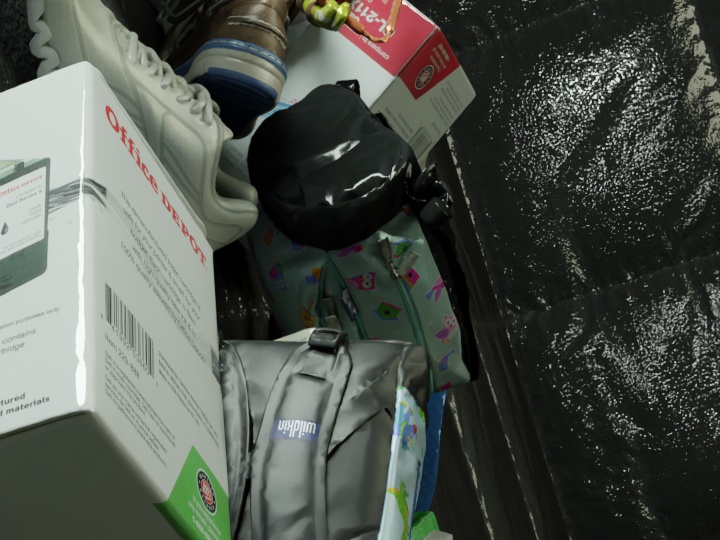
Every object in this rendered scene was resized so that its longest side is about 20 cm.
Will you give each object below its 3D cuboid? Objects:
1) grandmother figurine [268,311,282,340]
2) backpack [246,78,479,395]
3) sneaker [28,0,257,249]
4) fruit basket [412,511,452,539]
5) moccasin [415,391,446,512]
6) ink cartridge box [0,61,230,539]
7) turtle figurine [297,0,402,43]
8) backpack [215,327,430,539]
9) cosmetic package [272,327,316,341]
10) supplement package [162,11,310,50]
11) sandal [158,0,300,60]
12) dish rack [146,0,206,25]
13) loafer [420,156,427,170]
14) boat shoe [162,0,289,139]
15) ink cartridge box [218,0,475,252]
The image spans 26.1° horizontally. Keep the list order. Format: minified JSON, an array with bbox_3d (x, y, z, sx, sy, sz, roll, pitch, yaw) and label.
[{"bbox_3d":[-0.041,0.078,1.149,0.122,0.060,0.200,55,15,-3],"label":"grandmother figurine"},{"bbox_3d":[0.000,0.000,1.003,0.167,0.125,0.201,-118,-172,-56],"label":"backpack"},{"bbox_3d":[-0.123,-0.093,0.883,0.075,0.080,0.201,-89,158,-56],"label":"sneaker"},{"bbox_3d":[0.026,0.270,1.055,0.185,0.093,0.202,-12,92,-74],"label":"fruit basket"},{"bbox_3d":[0.025,0.137,1.198,0.068,0.080,0.202,-13,-126,68],"label":"moccasin"},{"bbox_3d":[-0.123,0.032,0.689,0.146,0.083,0.201,61,15,-46],"label":"ink cartridge box"},{"bbox_3d":[-0.065,-0.217,1.041,0.160,0.065,0.201,7,46,-29],"label":"turtle figurine"},{"bbox_3d":[-0.044,0.146,0.752,0.201,0.161,0.155,-87,173,-46],"label":"backpack"},{"bbox_3d":[-0.042,0.147,0.886,0.071,0.104,0.202,51,21,-59],"label":"cosmetic package"},{"bbox_3d":[-0.102,-0.252,1.204,0.109,0.113,0.202,26,47,-74],"label":"supplement package"},{"bbox_3d":[-0.075,-0.185,1.096,0.081,0.201,0.055,37,-11,3],"label":"sandal"},{"bbox_3d":[-0.147,-0.207,0.849,0.153,0.055,0.200,42,0,0],"label":"dish rack"},{"bbox_3d":[0.067,-0.168,2.092,0.201,0.069,0.070,60,15,-49],"label":"loafer"},{"bbox_3d":[-0.084,-0.132,0.984,0.200,0.072,0.073,-3,-114,66],"label":"boat shoe"},{"bbox_3d":[-0.020,-0.097,1.127,0.083,0.200,0.146,40,0,19],"label":"ink cartridge box"}]
